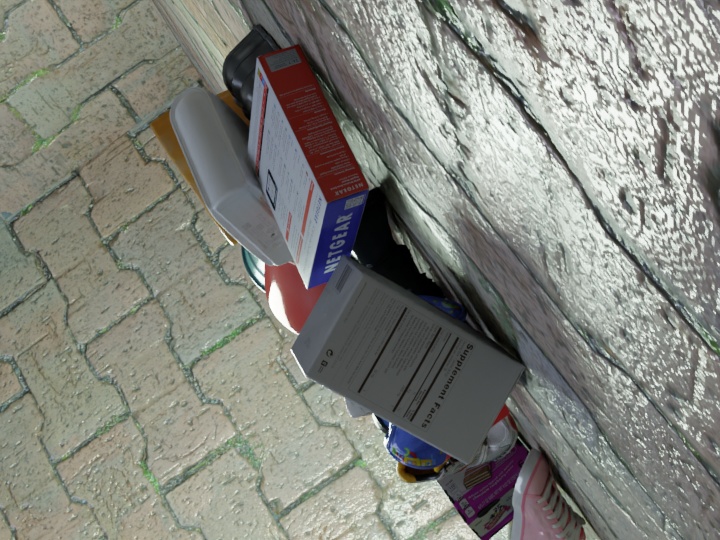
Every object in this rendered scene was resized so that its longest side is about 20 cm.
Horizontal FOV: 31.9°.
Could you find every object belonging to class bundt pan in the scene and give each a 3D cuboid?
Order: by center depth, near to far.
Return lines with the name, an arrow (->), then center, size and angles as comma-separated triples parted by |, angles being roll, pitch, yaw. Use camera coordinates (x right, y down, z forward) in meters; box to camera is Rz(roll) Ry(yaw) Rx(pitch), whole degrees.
bundt pan -> -0.101, -0.198, 1.550 | 0.203, 0.075, 0.202 | 55, 177, 5

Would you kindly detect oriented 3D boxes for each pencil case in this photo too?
pencil case -> 0.070, 0.127, 1.445 | 0.078, 0.086, 0.203 | 38, 128, 54

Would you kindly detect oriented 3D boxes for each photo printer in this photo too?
photo printer -> -0.152, -0.120, 1.522 | 0.166, 0.069, 0.201 | 45, -165, -54

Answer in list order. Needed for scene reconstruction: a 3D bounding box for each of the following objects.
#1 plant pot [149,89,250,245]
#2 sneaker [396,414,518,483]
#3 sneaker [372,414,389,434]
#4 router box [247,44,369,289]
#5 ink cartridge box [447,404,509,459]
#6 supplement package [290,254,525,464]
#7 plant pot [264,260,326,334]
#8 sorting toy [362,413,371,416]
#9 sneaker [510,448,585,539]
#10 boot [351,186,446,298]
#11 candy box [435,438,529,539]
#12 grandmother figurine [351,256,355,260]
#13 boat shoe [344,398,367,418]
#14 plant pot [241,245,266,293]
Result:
plant pot -> -0.158, -0.169, 1.726 | 0.201, 0.182, 0.200 | 55, 177, 5
sneaker -> 0.136, 0.255, 1.779 | 0.078, 0.199, 0.082 | 61, -151, 5
sneaker -> 0.022, 0.172, 1.774 | 0.198, 0.077, 0.111 | 30, 162, -1
router box -> -0.061, -0.104, 1.330 | 0.200, 0.048, 0.181 | 108, 139, -64
ink cartridge box -> 0.096, 0.132, 1.661 | 0.201, 0.116, 0.067 | 56, 178, -10
supplement package -> 0.046, 0.090, 1.306 | 0.199, 0.121, 0.121 | 30, -177, -15
plant pot -> -0.054, -0.025, 1.821 | 0.201, 0.199, 0.178 | 53, 167, 26
sorting toy -> 0.048, 0.138, 1.898 | 0.107, 0.179, 0.200 | 55, 177, -29
sneaker -> 0.262, 0.324, 1.716 | 0.104, 0.076, 0.202 | 17, 138, 20
boot -> 0.035, -0.005, 1.474 | 0.169, 0.076, 0.200 | 57, -178, 3
candy box -> 0.174, 0.281, 1.859 | 0.061, 0.136, 0.200 | 50, 180, -39
grandmother figurine -> 0.000, 0.000, 1.607 | 0.121, 0.060, 0.201 | 48, -153, -24
boat shoe -> -0.027, 0.116, 1.653 | 0.071, 0.069, 0.200 | 55, -178, -37
plant pot -> -0.102, -0.069, 2.052 | 0.201, 0.199, 0.196 | 54, 169, 12
